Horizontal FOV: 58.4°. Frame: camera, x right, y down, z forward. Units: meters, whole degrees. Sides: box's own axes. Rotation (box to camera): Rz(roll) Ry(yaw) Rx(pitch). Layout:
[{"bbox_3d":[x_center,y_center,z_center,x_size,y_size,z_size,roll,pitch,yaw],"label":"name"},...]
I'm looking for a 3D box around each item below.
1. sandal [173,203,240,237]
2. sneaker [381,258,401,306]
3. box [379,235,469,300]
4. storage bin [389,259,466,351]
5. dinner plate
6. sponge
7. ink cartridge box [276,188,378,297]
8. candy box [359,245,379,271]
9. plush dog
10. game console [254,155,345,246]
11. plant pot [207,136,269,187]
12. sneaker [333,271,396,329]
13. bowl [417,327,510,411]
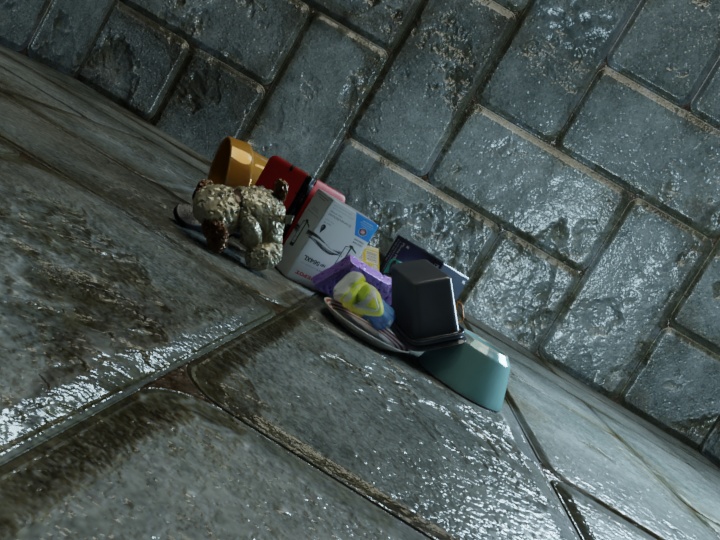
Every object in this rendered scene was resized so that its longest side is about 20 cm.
[{"bbox_3d":[-0.302,-0.097,1.343,0.200,0.045,0.075,8,48,-42],"label":"sandal"},{"bbox_3d":[0.055,0.026,1.564,0.199,0.084,0.121,9,52,-6],"label":"sneaker"},{"bbox_3d":[0.138,0.045,1.675,0.123,0.200,0.198,26,6,-42],"label":"box"},{"bbox_3d":[0.135,0.060,1.314,0.145,0.135,0.200,-9,17,-11],"label":"storage bin"},{"bbox_3d":[0.009,0.114,1.274,0.200,0.024,0.200,30,6,-3],"label":"dinner plate"},{"bbox_3d":[-0.001,0.036,1.435,0.200,0.111,0.030,31,37,-42],"label":"sponge"},{"bbox_3d":[-0.078,-0.058,1.440,0.146,0.200,0.084,26,9,-37],"label":"ink cartridge box"},{"bbox_3d":[0.000,0.000,1.668,0.102,0.026,0.200,15,40,-12],"label":"candy box"},{"bbox_3d":[-0.238,-0.113,1.243,0.171,0.161,0.200,2,43,-30],"label":"plush dog"},{"bbox_3d":[-0.164,-0.132,1.479,0.172,0.200,0.119,32,5,16],"label":"game console"},{"bbox_3d":[-0.261,-0.199,1.555,0.183,0.201,0.200,14,12,-26],"label":"plant pot"},{"bbox_3d":[0.010,0.070,1.290,0.105,0.076,0.200,49,-1,-20],"label":"sneaker"},{"bbox_3d":[0.229,0.192,1.335,0.200,0.105,0.201,30,4,-3],"label":"bowl"}]
